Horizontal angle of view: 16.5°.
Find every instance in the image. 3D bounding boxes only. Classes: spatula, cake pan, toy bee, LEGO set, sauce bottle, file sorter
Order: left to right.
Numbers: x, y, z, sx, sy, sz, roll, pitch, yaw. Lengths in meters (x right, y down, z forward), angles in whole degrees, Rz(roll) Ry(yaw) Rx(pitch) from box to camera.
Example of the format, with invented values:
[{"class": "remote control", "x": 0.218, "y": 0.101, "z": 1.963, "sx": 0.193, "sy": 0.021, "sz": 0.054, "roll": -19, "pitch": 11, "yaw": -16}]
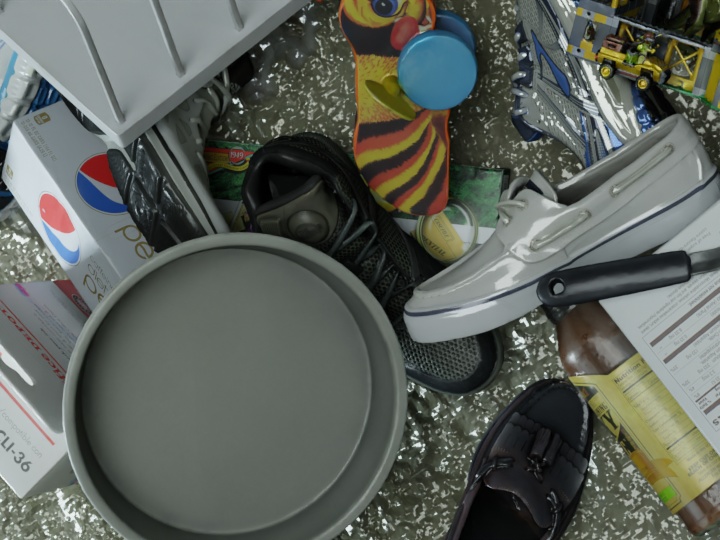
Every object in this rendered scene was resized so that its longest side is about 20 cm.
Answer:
[{"class": "file sorter", "x": -0.120, "y": -0.204, "z": 1.458, "sx": 0.200, "sy": 0.125, "sz": 0.139, "roll": -40, "pitch": 58, "yaw": -14}, {"class": "cake pan", "x": -0.073, "y": 0.074, "z": 1.433, "sx": 0.200, "sy": 0.037, "sz": 0.201, "roll": -2, "pitch": 102, "yaw": -12}, {"class": "toy bee", "x": 0.018, "y": -0.138, "z": 1.475, "sx": 0.109, "sy": 0.131, "sz": 0.200, "roll": 11, "pitch": 89, "yaw": -2}, {"class": "sauce bottle", "x": 0.163, "y": 0.063, "z": 1.478, "sx": 0.065, "sy": 0.065, "sz": 0.200, "roll": -40, "pitch": 78, "yaw": 15}, {"class": "spatula", "x": 0.189, "y": -0.007, "z": 1.329, "sx": 0.200, "sy": 0.021, "sz": 0.057, "roll": -13, "pitch": 73, "yaw": 21}, {"class": "LEGO set", "x": 0.199, "y": -0.171, "z": 1.392, "sx": 0.154, "sy": 0.200, "sz": 0.116, "roll": 23, "pitch": 112, "yaw": 25}]

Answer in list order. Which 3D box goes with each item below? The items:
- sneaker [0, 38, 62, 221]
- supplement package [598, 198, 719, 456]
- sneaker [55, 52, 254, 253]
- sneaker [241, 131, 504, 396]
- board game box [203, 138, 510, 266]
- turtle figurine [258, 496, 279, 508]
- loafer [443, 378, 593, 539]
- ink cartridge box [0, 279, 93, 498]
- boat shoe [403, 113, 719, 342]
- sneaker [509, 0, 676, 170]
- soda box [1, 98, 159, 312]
[{"class": "sneaker", "x": -0.238, "y": -0.115, "z": 1.604, "sx": 0.087, "sy": 0.075, "sz": 0.200, "roll": 34, "pitch": 98, "yaw": 28}, {"class": "supplement package", "x": 0.265, "y": 0.046, "z": 1.397, "sx": 0.151, "sy": 0.152, "sz": 0.200, "roll": -40, "pitch": 79, "yaw": 15}, {"class": "sneaker", "x": -0.101, "y": -0.094, "z": 1.516, "sx": 0.115, "sy": 0.076, "sz": 0.201, "roll": -21, "pitch": 63, "yaw": -24}, {"class": "sneaker", "x": 0.000, "y": 0.000, "z": 1.479, "sx": 0.076, "sy": 0.114, "sz": 0.200, "roll": -41, "pitch": 81, "yaw": 16}, {"class": "board game box", "x": -0.009, "y": -0.022, "z": 1.551, "sx": 0.200, "sy": 0.023, "sz": 0.105, "roll": 6, "pitch": 91, "yaw": 17}, {"class": "turtle figurine", "x": -0.048, "y": 0.242, "z": 1.508, "sx": 0.200, "sy": 0.144, "sz": 0.194, "roll": -26, "pitch": 80, "yaw": 13}, {"class": "loafer", "x": 0.086, "y": 0.152, "z": 1.470, "sx": 0.072, "sy": 0.063, "sz": 0.200, "roll": 31, "pitch": 76, "yaw": -3}, {"class": "ink cartridge box", "x": -0.198, "y": 0.071, "z": 1.519, "sx": 0.116, "sy": 0.200, "sz": 0.068, "roll": 47, "pitch": 103, "yaw": 11}, {"class": "boat shoe", "x": 0.109, "y": -0.025, "z": 1.421, "sx": 0.200, "sy": 0.072, "sz": 0.066, "roll": -25, "pitch": 106, "yaw": 8}, {"class": "sneaker", "x": 0.118, "y": -0.118, "z": 1.482, "sx": 0.085, "sy": 0.077, "sz": 0.200, "roll": -32, "pitch": 82, "yaw": 20}, {"class": "soda box", "x": -0.144, "y": -0.013, "z": 1.543, "sx": 0.064, "sy": 0.068, "sz": 0.200, "roll": -26, "pitch": 69, "yaw": -28}]
